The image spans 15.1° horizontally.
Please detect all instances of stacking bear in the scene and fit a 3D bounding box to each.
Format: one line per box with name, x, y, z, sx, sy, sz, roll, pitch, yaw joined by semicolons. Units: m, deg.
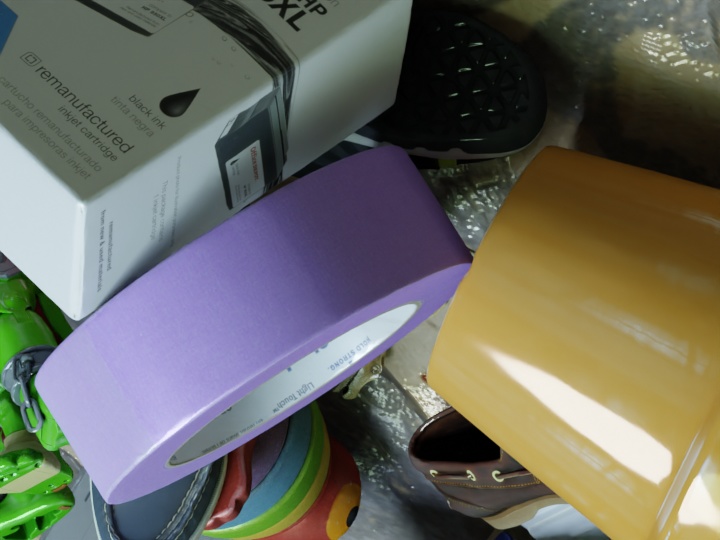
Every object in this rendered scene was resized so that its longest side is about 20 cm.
stacking bear;-0.061;0.100;1.480;0.113;0.122;0.200;17;166;26

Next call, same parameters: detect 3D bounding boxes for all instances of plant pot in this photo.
plant pot;0.138;0.038;1.231;0.183;0.201;0.201;28;144;9

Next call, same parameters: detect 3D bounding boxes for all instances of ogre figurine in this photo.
ogre figurine;-0.185;0.068;1.402;0.098;0.121;0.200;-18;159;-4

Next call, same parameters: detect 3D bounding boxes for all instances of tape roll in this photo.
tape roll;-0.047;0.025;1.229;0.066;0.200;0.200;57;143;7

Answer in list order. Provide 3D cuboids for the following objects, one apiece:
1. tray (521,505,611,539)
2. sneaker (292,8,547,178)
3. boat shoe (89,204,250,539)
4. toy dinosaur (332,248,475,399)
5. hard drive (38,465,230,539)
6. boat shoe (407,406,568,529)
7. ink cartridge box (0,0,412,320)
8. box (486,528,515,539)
tray;0.163;0.131;1.467;0.107;0.022;0.200;39;143;-14
sneaker;0.009;-0.078;1.304;0.199;0.072;0.083;6;159;32
boat shoe;-0.089;0.051;1.354;0.074;0.201;0.062;17;163;1
toy dinosaur;0.000;0.000;1.410;0.101;0.059;0.200;17;152;-8
hard drive;-0.093;0.191;1.617;0.200;0.132;0.026;36;143;-9
boat shoe;0.096;0.084;1.414;0.070;0.071;0.200;36;144;-16
ink cartridge box;-0.096;-0.095;1.196;0.144;0.200;0.084;41;147;22
box;0.125;0.209;1.474;0.121;0.032;0.200;40;-176;-9
